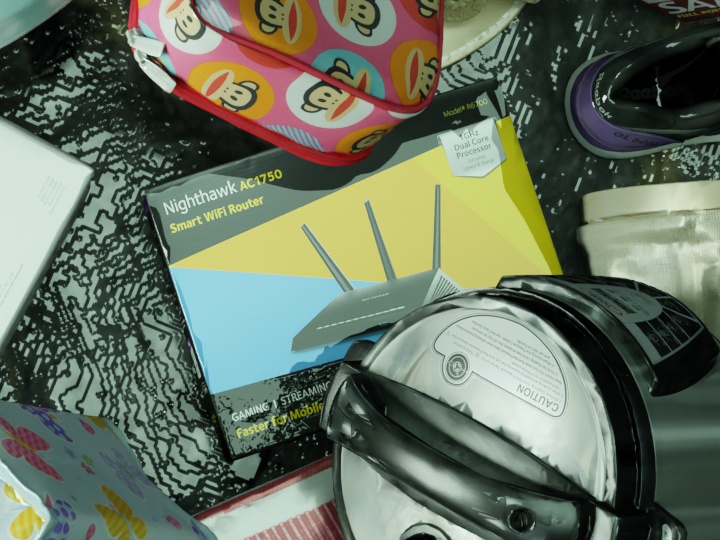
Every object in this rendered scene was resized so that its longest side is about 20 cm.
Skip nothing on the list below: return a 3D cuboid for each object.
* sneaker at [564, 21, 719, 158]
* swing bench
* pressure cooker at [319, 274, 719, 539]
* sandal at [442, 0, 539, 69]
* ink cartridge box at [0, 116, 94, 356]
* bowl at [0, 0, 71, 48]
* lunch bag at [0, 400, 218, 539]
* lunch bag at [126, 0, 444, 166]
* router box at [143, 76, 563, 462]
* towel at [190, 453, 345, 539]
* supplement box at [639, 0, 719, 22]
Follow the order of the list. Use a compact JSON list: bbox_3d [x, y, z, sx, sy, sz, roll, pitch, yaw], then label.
[{"bbox_3d":[0.214,-0.105,1.485,0.199,0.088,0.076,-16,88,-9],"label":"sneaker"},{"bbox_3d":[0.221,0.054,1.453,0.199,0.130,0.200,-2,87,-9],"label":"swing bench"},{"bbox_3d":[0.086,0.096,1.331,0.175,0.199,0.180,-24,74,33],"label":"pressure cooker"},{"bbox_3d":[0.090,-0.189,1.483,0.211,0.070,0.078,-39,91,-9],"label":"sandal"},{"bbox_3d":[-0.258,-0.002,1.411,0.175,0.084,0.201,29,82,-4],"label":"ink cartridge box"},{"bbox_3d":[-0.195,-0.178,1.395,0.200,0.201,0.105,-38,110,-9],"label":"bowl"},{"bbox_3d":[-0.190,0.170,1.343,0.200,0.169,0.127,-48,65,10],"label":"lunch bag"},{"bbox_3d":[-0.043,-0.167,1.407,0.175,0.082,0.201,24,53,-24],"label":"lunch bag"},{"bbox_3d":[0.000,0.000,1.463,0.199,0.051,0.150,-19,87,-9],"label":"router box"},{"bbox_3d":[-0.003,0.197,1.400,0.143,0.023,0.201,-23,83,-8],"label":"towel"},{"bbox_3d":[0.207,-0.240,1.469,0.061,0.109,0.201,21,75,-35],"label":"supplement box"}]
